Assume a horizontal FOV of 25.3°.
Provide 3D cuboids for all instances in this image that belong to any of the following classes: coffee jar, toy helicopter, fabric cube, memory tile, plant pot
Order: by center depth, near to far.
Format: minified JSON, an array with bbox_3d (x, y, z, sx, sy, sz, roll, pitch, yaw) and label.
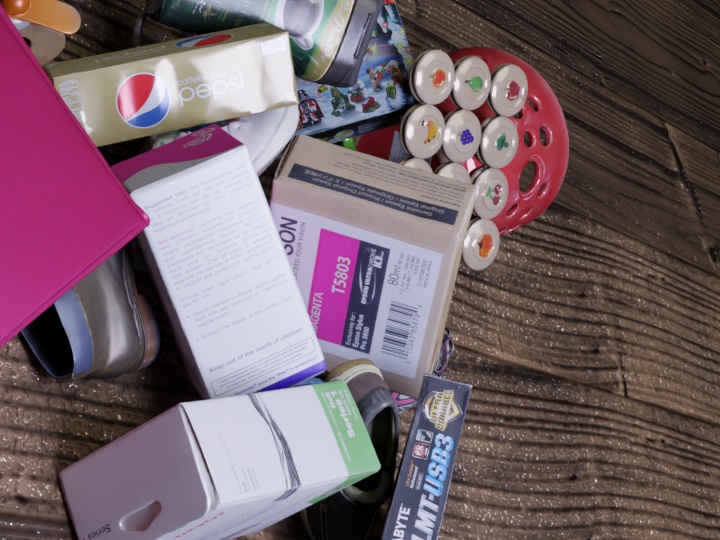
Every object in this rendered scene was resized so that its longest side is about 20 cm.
[{"bbox_3d":[-0.297,-0.030,1.035,0.196,0.200,0.199,56,33,-9],"label":"fabric cube"},{"bbox_3d":[-0.301,-0.177,1.193,0.200,0.132,0.079,1,67,-54],"label":"toy helicopter"},{"bbox_3d":[-0.081,-0.235,1.410,0.199,0.085,0.105,20,91,-23],"label":"coffee jar"},{"bbox_3d":[0.090,-0.100,1.493,0.153,0.017,0.201,5,97,-42],"label":"memory tile"},{"bbox_3d":[0.084,-0.118,1.638,0.182,0.200,0.201,-22,86,-49],"label":"plant pot"}]

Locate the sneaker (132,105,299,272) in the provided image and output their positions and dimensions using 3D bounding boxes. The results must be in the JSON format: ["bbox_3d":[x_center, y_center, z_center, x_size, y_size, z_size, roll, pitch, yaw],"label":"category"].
[{"bbox_3d":[-0.138,-0.094,1.346,0.200,0.075,0.089,-45,104,-18],"label":"sneaker"}]

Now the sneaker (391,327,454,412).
[{"bbox_3d":[0.059,0.071,1.576,0.081,0.075,0.200,49,35,-21],"label":"sneaker"}]

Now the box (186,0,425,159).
[{"bbox_3d":[-0.050,-0.184,1.500,0.040,0.199,0.137,75,-1,-73],"label":"box"}]

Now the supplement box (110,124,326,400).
[{"bbox_3d":[-0.115,-0.001,1.277,0.101,0.103,0.201,39,-28,65],"label":"supplement box"}]

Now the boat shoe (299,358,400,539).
[{"bbox_3d":[-0.006,0.169,1.328,0.072,0.201,0.066,-10,36,-25],"label":"boat shoe"}]

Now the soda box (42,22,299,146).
[{"bbox_3d":[-0.157,-0.153,1.323,0.068,0.199,0.064,-140,-140,-65],"label":"soda box"}]

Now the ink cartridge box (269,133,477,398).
[{"bbox_3d":[0.000,0.000,1.380,0.164,0.200,0.075,15,42,7],"label":"ink cartridge box"}]

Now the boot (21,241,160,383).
[{"bbox_3d":[-0.227,-0.008,1.232,0.097,0.075,0.201,-24,90,-60],"label":"boot"}]

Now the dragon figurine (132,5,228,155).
[{"bbox_3d":[-0.156,-0.133,1.432,0.099,0.059,0.201,2,67,-54],"label":"dragon figurine"}]

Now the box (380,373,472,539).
[{"bbox_3d":[0.042,0.223,1.339,0.050,0.199,0.200,12,51,5],"label":"box"}]

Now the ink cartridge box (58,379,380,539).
[{"bbox_3d":[-0.106,0.154,1.220,0.200,0.146,0.085,-1,65,-55],"label":"ink cartridge box"}]

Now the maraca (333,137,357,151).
[{"bbox_3d":[-0.006,-0.062,1.539,0.107,0.137,0.201,-10,68,-18],"label":"maraca"}]

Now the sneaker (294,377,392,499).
[{"bbox_3d":[-0.032,0.152,1.395,0.199,0.071,0.083,32,38,-43],"label":"sneaker"}]
